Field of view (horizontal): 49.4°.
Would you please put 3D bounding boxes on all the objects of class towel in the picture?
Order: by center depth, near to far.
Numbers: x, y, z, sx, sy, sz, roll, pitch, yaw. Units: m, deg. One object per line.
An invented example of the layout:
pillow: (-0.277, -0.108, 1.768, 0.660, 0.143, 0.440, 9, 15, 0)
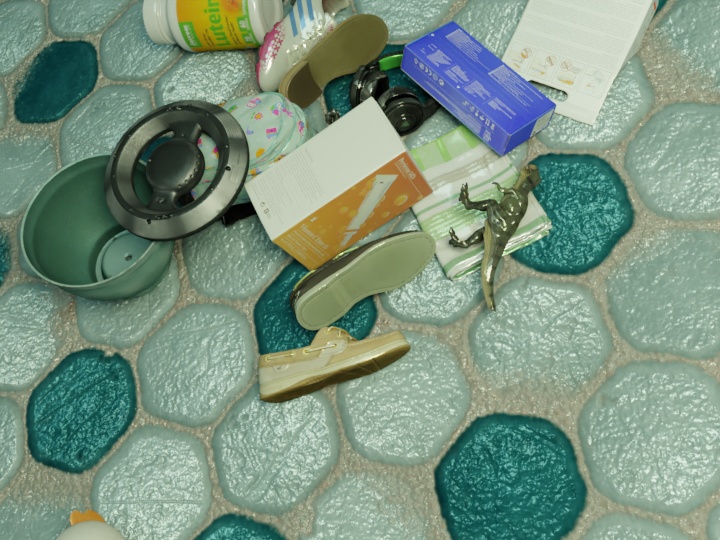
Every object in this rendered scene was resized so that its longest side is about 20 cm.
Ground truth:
towel: (0.140, -0.101, 1.026, 0.149, 0.031, 0.201, -26, 63, 3)

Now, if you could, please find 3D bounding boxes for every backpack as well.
backpack: (-0.156, -0.161, 1.079, 0.199, 0.127, 0.168, -7, 69, 21)

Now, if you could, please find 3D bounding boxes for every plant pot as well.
plant pot: (-0.339, -0.040, 1.076, 0.199, 0.134, 0.201, -4, 63, 7)

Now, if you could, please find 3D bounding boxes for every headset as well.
headset: (0.031, -0.242, 1.082, 0.200, 0.094, 0.123, -42, 62, -17)

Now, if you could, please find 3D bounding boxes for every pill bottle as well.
pill bottle: (-0.230, -0.398, 1.215, 0.199, 0.111, 0.112, 1, 68, 17)

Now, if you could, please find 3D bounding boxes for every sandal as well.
sandal: (-0.054, -0.309, 1.136, 0.069, 0.078, 0.212, 20, 55, 43)

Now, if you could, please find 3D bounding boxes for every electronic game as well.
electronic game: (-0.237, -0.131, 1.004, 0.199, 0.042, 0.201, -6, 67, 13)

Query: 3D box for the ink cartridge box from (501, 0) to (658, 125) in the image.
ink cartridge box: (0.292, -0.310, 1.076, 0.162, 0.050, 0.201, 26, 95, 24)

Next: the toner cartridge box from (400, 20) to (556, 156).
toner cartridge box: (0.155, -0.247, 1.050, 0.095, 0.043, 0.200, -32, 66, -26)

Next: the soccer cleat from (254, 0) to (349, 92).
soccer cleat: (-0.085, -0.350, 1.175, 0.086, 0.070, 0.201, 18, 73, 24)

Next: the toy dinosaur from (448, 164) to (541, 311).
toy dinosaur: (0.157, -0.057, 0.965, 0.088, 0.047, 0.201, 18, 76, 18)

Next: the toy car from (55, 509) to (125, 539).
toy car: (-0.306, 0.371, 0.909, 0.184, 0.177, 0.200, -29, 34, 17)

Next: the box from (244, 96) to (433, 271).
box: (-0.026, -0.106, 1.012, 0.199, 0.124, 0.098, -33, 62, 9)

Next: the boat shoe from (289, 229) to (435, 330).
boat shoe: (0.000, 0.000, 1.001, 0.200, 0.072, 0.061, -29, 31, -6)

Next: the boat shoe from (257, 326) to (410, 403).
boat shoe: (-0.039, 0.103, 0.966, 0.199, 0.074, 0.070, -19, 69, 8)
